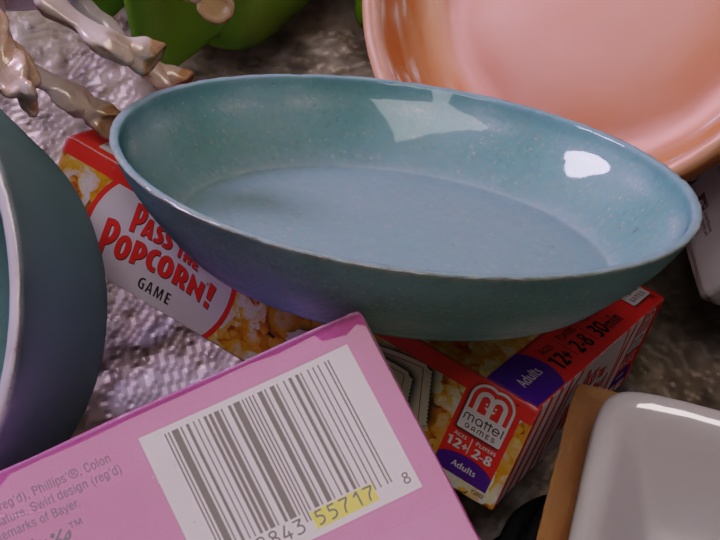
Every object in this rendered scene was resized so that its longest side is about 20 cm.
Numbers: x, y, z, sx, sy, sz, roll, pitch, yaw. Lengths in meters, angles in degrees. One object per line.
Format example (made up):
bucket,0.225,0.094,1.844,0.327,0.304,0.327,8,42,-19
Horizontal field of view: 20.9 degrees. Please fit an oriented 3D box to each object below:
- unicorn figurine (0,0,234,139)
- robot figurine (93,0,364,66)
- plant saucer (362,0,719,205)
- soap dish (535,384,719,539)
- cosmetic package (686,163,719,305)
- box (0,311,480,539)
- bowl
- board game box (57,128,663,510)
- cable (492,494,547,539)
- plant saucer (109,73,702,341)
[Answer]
unicorn figurine,-0.123,-0.111,0.739,0.137,0.200,0.074,34,95,3
robot figurine,-0.043,-0.178,0.857,0.175,0.116,0.200,34,66,24
plant saucer,0.095,-0.118,0.760,0.200,0.037,0.201,-8,74,30
soap dish,0.149,0.136,0.648,0.200,0.081,0.158,15,57,5
cosmetic package,0.216,-0.060,0.731,0.102,0.200,0.074,7,56,-28
box,-0.061,0.121,0.637,0.176,0.200,0.097,-24,70,-12
bowl,-0.167,0.015,0.677,0.201,0.105,0.201,-3,84,27
board game box,0.000,0.000,0.750,0.200,0.046,0.151,29,24,15
cable,0.125,0.134,0.719,0.200,0.051,0.163,12,61,8
plant saucer,0.014,-0.021,0.663,0.200,0.036,0.200,7,21,-3
